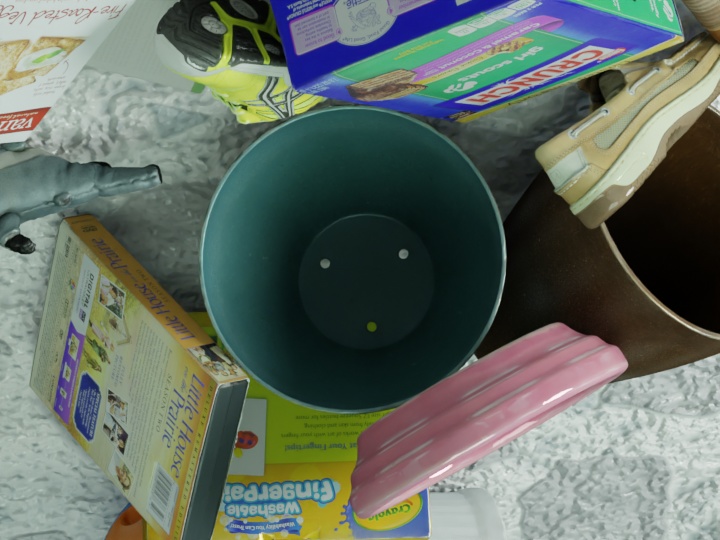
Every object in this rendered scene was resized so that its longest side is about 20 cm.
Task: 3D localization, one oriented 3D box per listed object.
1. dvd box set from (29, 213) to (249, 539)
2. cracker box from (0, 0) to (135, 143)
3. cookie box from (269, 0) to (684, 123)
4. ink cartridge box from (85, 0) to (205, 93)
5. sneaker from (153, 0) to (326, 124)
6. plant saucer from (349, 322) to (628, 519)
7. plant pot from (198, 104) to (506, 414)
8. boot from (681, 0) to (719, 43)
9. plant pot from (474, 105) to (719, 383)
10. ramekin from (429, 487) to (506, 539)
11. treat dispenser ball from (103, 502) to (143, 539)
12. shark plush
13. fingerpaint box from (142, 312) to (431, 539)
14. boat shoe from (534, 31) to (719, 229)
[{"bbox_3d":[-0.152,0.075,1.832,0.029,0.200,0.147,-13,130,-36],"label":"dvd box set"},{"bbox_3d":[-0.207,-0.152,1.583,0.134,0.058,0.200,-10,151,-49],"label":"cracker box"},{"bbox_3d":[0.072,-0.156,1.637,0.171,0.075,0.200,-20,167,31],"label":"cookie box"},{"bbox_3d":[-0.167,-0.191,1.665,0.199,0.048,0.146,12,134,-19],"label":"ink cartridge box"},{"bbox_3d":[-0.064,-0.122,1.672,0.076,0.075,0.200,-52,157,21],"label":"sneaker"},{"bbox_3d":[0.075,0.091,1.745,0.200,0.051,0.201,-29,174,-3],"label":"plant saucer"},{"bbox_3d":[0.000,0.000,1.817,0.199,0.201,0.135,-11,172,4],"label":"plant pot"},{"bbox_3d":[0.307,-0.192,1.714,0.200,0.077,0.155,-34,130,29],"label":"boot"},{"bbox_3d":[0.163,0.001,1.849,0.187,0.187,0.200,22,144,-29],"label":"plant pot"},{"bbox_3d":[0.039,0.263,2.076,0.097,0.201,0.201,5,136,-14],"label":"ramekin"},{"bbox_3d":[-0.101,0.243,2.031,0.200,0.201,0.201,-4,138,-4],"label":"treat dispenser ball"},{"bbox_3d":[-0.230,-0.034,1.798,0.199,0.083,0.091,-4,137,-5],"label":"shark plush"},{"bbox_3d":[-0.056,0.115,1.920,0.199,0.167,0.073,-2,168,-8],"label":"fingerpaint box"},{"bbox_3d":[0.174,-0.109,1.731,0.076,0.200,0.072,44,132,-1],"label":"boat shoe"}]
